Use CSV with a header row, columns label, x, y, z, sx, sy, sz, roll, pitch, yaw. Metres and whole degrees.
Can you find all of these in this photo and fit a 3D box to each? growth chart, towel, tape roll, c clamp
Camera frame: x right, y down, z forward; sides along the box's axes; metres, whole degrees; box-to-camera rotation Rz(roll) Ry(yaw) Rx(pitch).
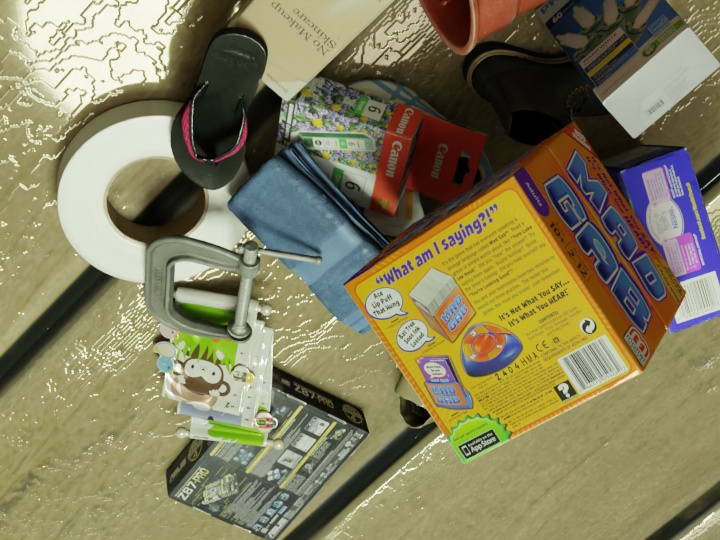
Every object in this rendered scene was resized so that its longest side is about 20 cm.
label,x,y,z,sx,sy,sz,roll,pitch,yaw
growth chart,-0.159,0.109,1.505,0.144,0.018,0.201,1,115,4
towel,-0.035,-0.030,1.357,0.200,0.049,0.112,44,133,-10
tape roll,-0.209,-0.078,1.385,0.201,0.037,0.204,-7,125,-10
c clamp,-0.143,0.023,1.395,0.170,0.027,0.200,16,145,-6

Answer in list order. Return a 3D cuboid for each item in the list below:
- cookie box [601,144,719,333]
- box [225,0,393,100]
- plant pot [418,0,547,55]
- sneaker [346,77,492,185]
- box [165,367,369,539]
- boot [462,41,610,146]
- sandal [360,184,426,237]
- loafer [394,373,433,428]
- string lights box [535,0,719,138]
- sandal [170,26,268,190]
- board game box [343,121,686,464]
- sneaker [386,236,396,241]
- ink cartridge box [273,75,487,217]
label,x,y,z,sx,sy,sz,roll,pitch,yaw
cookie box,0.305,-0.038,1.401,0.075,0.200,0.172,-18,95,2
box,-0.035,-0.248,1.215,0.095,0.078,0.200,39,142,-11
plant pot,0.147,-0.322,1.215,0.194,0.201,0.202,-22,127,-7
sneaker,0.059,-0.131,1.390,0.199,0.073,0.072,29,115,-26
box,-0.111,0.219,1.608,0.161,0.049,0.200,27,114,-29
boot,0.212,-0.162,1.364,0.199,0.139,0.078,0,125,-14
sandal,0.059,-0.067,1.434,0.205,0.079,0.060,11,105,-15
loafer,0.080,0.120,1.528,0.076,0.068,0.200,24,151,18
string lights box,0.250,-0.223,1.292,0.103,0.200,0.059,-41,124,15
sandal,-0.137,-0.143,1.279,0.075,0.045,0.200,12,139,-10
board game box,0.148,0.017,1.252,0.200,0.200,0.200,-32,94,31
sneaker,0.000,0.000,1.425,0.199,0.075,0.089,15,101,7
ink cartridge box,0.016,-0.114,1.344,0.199,0.050,0.109,19,136,6
